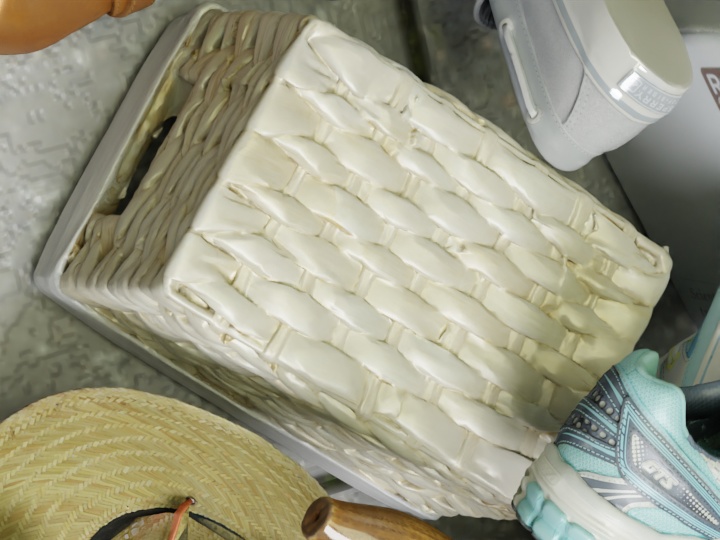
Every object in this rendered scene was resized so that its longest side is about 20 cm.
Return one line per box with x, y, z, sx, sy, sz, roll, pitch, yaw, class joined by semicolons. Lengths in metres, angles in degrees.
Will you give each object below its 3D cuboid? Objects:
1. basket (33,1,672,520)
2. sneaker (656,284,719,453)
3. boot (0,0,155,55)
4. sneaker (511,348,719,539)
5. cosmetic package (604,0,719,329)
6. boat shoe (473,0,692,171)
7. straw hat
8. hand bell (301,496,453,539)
0.000;0.000;1.057;0.200;0.123;0.136;32;80;-21;basket
0.114;0.050;1.091;0.080;0.131;0.200;-12;127;-39;sneaker
-0.133;-0.180;1.014;0.155;0.074;0.200;-14;113;-22;boot
0.157;0.081;0.991;0.200;0.078;0.086;14;114;-31;sneaker
0.220;-0.080;1.127;0.200;0.165;0.165;-36;106;-17;cosmetic package
0.070;-0.119;1.077;0.069;0.200;0.072;-40;139;24;boat shoe
-0.057;0.126;1.049;0.085;0.201;0.201;-31;108;-61;straw hat
0.061;0.128;0.972;0.200;0.104;0.104;30;80;-30;hand bell
